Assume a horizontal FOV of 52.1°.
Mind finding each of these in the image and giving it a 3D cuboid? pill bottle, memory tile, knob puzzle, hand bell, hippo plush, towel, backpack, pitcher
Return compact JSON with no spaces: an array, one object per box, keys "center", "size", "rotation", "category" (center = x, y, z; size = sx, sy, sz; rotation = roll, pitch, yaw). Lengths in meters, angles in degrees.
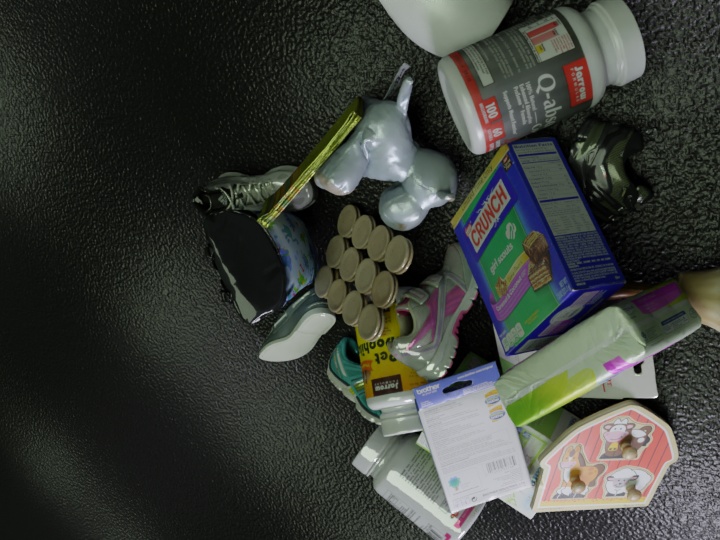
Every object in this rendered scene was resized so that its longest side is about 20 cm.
[{"center":[0.196,-0.217,0.808],"size":[0.200,0.116,0.116],"rotation":[-23,101,5],"category":"pill bottle"},{"center":[0.092,0.331,1.167],"size":[0.200,0.113,0.113],"rotation":[37,126,10],"category":"pill bottle"},{"center":[0.000,0.000,1.039],"size":[0.200,0.017,0.154],"rotation":[38,111,55],"category":"memory tile"},{"center":[0.333,0.255,0.975],"size":[0.219,0.030,0.220],"rotation":[-4,124,-6],"category":"knob puzzle"},{"center":[0.346,0.027,0.884],"size":[0.200,0.104,0.104],"rotation":[4,114,30],"category":"hand bell"},{"center":[0.051,-0.147,0.973],"size":[0.161,0.159,0.200],"rotation":[37,112,-18],"category":"hippo plush"},{"center":[0.054,0.130,1.053],"size":[0.109,0.109,0.200],"rotation":[-19,74,35],"category":"pill bottle"},{"center":[-0.067,-0.145,0.970],"size":[0.018,0.086,0.200],"rotation":[36,113,-19],"category":"towel"},{"center":[-0.138,-0.018,1.084],"size":[0.154,0.200,0.163],"rotation":[-23,89,-6],"category":"backpack"},{"center":[0.085,-0.353,0.855],"size":[0.200,0.172,0.121],"rotation":[33,170,-3],"category":"pitcher"}]

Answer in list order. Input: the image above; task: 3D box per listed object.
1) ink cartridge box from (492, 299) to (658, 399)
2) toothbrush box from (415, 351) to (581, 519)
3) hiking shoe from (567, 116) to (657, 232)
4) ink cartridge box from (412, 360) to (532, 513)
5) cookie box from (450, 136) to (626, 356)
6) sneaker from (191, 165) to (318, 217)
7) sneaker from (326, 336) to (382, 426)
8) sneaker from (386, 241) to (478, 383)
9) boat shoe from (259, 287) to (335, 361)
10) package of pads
[{"center":[0.288,0.102,0.975],"size":[0.200,0.067,0.117],"rotation":[-3,111,32],"category":"ink cartridge box"},{"center":[0.204,0.239,1.077],"size":[0.200,0.086,0.146],"rotation":[31,125,12],"category":"toothbrush box"},{"center":[0.294,-0.079,0.881],"size":[0.101,0.076,0.200],"rotation":[13,122,22],"category":"hiking shoe"},{"center":[0.148,0.219,0.986],"size":[0.119,0.042,0.200],"rotation":[-18,110,1],"category":"ink cartridge box"},{"center":[0.200,-0.027,0.875],"size":[0.171,0.075,0.200],"rotation":[118,140,-55],"category":"cookie box"},{"center":[-0.168,-0.106,1.112],"size":[0.200,0.115,0.076],"rotation":[1,112,30],"category":"sneaker"},{"center":[0.022,0.176,1.141],"size":[0.200,0.077,0.080],"rotation":[35,116,35],"category":"sneaker"},{"center":[0.097,0.045,0.987],"size":[0.088,0.200,0.081],"rotation":[24,158,-9],"category":"sneaker"},{"center":[-0.106,0.092,1.217],"size":[0.200,0.073,0.062],"rotation":[-41,46,43],"category":"boat shoe"},{"center":[0.267,0.092,0.835],"size":[0.200,0.154,0.068],"rotation":[-44,68,43],"category":"package of pads"}]
